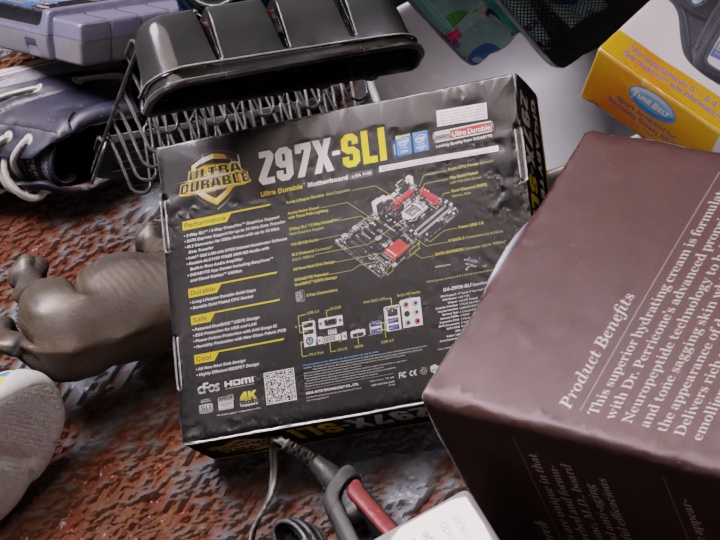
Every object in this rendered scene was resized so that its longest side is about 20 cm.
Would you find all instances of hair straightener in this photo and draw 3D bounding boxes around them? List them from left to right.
[{"bbox_3d":[-0.008,0.143,1.288,0.077,0.041,0.200,-29,42,-11],"label":"hair straightener"}]

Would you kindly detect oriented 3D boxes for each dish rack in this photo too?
[{"bbox_3d":[-0.065,-0.086,1.467,0.152,0.200,0.055,-10,70,-20],"label":"dish rack"}]

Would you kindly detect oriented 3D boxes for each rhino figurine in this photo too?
[{"bbox_3d":[-0.102,0.010,1.470,0.199,0.060,0.087,-17,22,-20],"label":"rhino figurine"}]

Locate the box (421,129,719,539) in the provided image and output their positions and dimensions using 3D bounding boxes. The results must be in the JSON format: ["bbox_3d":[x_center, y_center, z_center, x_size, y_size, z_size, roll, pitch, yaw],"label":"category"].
[{"bbox_3d":[0.167,0.063,1.192,0.199,0.165,0.166,13,56,36],"label":"box"}]

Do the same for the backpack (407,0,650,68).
[{"bbox_3d":[0.068,-0.223,1.444,0.150,0.200,0.178,-25,37,21],"label":"backpack"}]

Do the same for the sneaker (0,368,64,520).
[{"bbox_3d":[-0.251,0.109,1.414,0.200,0.076,0.105,-40,41,-21],"label":"sneaker"}]

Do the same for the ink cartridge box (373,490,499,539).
[{"bbox_3d":[-0.004,0.209,1.143,0.199,0.084,0.145,-28,59,-8],"label":"ink cartridge box"}]

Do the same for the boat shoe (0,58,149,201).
[{"bbox_3d":[-0.214,-0.073,1.611,0.199,0.075,0.093,-22,30,-3],"label":"boat shoe"}]

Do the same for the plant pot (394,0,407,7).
[{"bbox_3d":[-0.018,-0.234,1.637,0.200,0.201,0.196,-36,49,-19],"label":"plant pot"}]

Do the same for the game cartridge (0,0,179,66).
[{"bbox_3d":[-0.166,-0.158,1.656,0.129,0.039,0.200,-7,15,-34],"label":"game cartridge"}]

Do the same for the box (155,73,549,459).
[{"bbox_3d":[0.000,0.000,1.380,0.199,0.049,0.161,-11,73,16],"label":"box"}]

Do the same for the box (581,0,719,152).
[{"bbox_3d":[0.216,-0.119,1.394,0.119,0.042,0.200,36,54,15],"label":"box"}]

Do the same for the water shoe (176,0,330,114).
[{"bbox_3d":[-0.076,-0.149,1.537,0.071,0.201,0.079,-17,24,15],"label":"water shoe"}]

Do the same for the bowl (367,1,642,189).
[{"bbox_3d":[0.112,-0.093,1.488,0.199,0.075,0.200,-21,38,-2],"label":"bowl"}]
